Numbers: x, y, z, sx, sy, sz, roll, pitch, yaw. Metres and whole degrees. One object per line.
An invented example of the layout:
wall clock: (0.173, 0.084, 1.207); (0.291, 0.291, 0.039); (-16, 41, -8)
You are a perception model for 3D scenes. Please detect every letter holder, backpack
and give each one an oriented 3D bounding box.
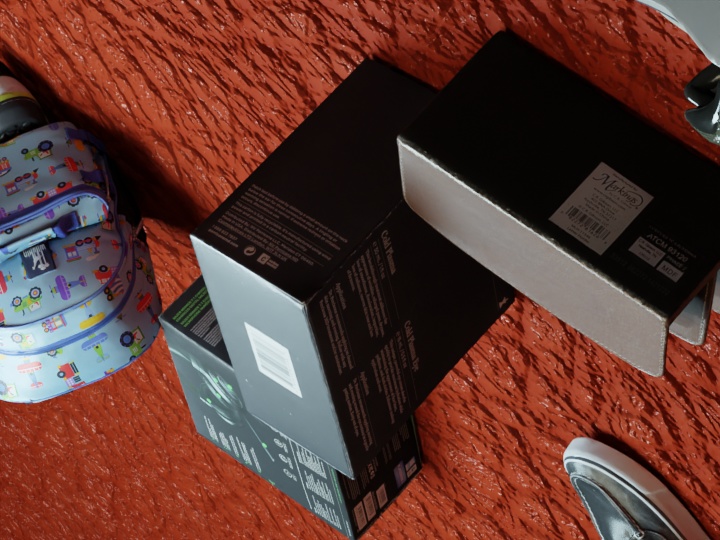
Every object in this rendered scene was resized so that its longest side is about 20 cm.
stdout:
letter holder: (0.131, -0.024, 1.489); (0.199, 0.101, 0.142); (35, 157, 21)
backpack: (-0.257, 0.001, 2.002); (0.201, 0.181, 0.135); (-112, 3, -45)

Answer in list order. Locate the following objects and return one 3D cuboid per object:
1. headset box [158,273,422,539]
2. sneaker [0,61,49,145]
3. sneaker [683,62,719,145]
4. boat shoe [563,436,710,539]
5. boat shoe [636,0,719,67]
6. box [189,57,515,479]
headset box: (-0.061, 0.098, 2.016); (0.199, 0.093, 0.175); (31, 154, 29)
sneaker: (-0.295, -0.113, 2.115); (0.083, 0.071, 0.200); (61, 164, 26)
sneaker: (0.236, -0.055, 1.305); (0.114, 0.076, 0.200); (55, -177, 35)
boat shoe: (0.209, 0.209, 1.785); (0.200, 0.068, 0.072); (49, 156, -10)
boat shoe: (0.183, -0.138, 1.218); (0.065, 0.072, 0.200); (12, -170, -34)
box: (0.000, 0.000, 1.638); (0.104, 0.182, 0.201); (30, 153, 30)
